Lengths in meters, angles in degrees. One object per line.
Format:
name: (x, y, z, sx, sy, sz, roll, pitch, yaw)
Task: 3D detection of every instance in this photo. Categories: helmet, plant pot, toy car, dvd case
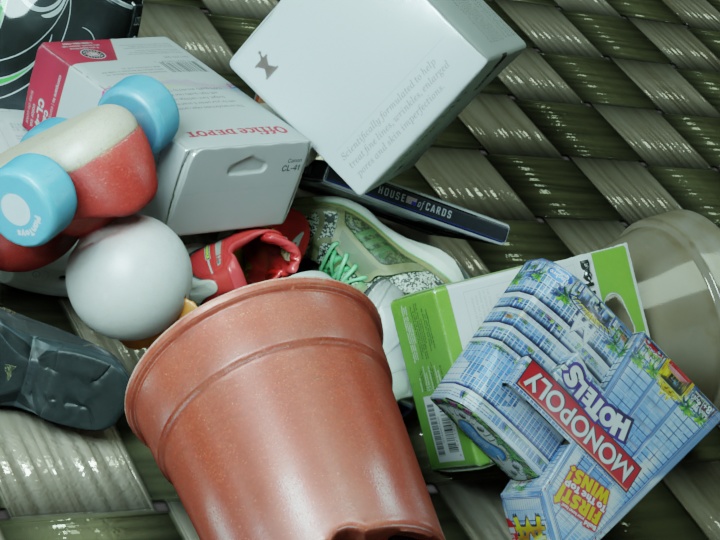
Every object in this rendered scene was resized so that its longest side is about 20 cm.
helmet: (-0.310, -0.217, 1.569, 0.200, 0.191, 0.200, 39, 15, -12)
plant pot: (0.233, 0.061, 1.571, 0.172, 0.201, 0.200, -13, 45, -23)
plant pot: (-0.041, 0.144, 1.221, 0.200, 0.201, 0.196, 2, 45, -34)
toy car: (-0.200, -0.010, 1.317, 0.201, 0.176, 0.184, 60, 34, -13)
dvd case: (0.020, -0.067, 1.646, 0.199, 0.025, 0.150, 19, -3, -27)

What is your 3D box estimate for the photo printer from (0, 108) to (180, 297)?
photo printer: (-0.249, -0.053, 1.475, 0.165, 0.070, 0.200, 1, 39, -36)

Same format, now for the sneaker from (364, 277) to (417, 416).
sneaker: (0.009, 0.082, 1.476, 0.087, 0.075, 0.200, 34, 36, -8)

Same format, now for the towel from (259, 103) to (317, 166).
towel: (-0.123, -0.117, 1.617, 0.198, 0.035, 0.133, -5, 24, 15)

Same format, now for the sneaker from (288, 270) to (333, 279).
sneaker: (-0.062, 0.071, 1.422, 0.105, 0.076, 0.200, 42, 35, 19)

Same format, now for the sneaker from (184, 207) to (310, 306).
sneaker: (-0.082, -0.008, 1.488, 0.084, 0.078, 0.200, -12, 12, 28)

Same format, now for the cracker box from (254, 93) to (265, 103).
cracker box: (-0.064, -0.233, 1.830, 0.057, 0.135, 0.200, 20, 30, -7)

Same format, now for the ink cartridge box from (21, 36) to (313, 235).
ink cartridge box: (-0.164, -0.115, 1.462, 0.147, 0.086, 0.200, -9, 38, -47)

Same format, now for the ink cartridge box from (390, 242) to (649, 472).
ink cartridge box: (0.142, 0.071, 1.456, 0.199, 0.076, 0.149, -13, 88, -30)

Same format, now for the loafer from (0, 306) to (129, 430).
loafer: (-0.267, 0.063, 1.299, 0.199, 0.073, 0.072, 24, 8, -10)

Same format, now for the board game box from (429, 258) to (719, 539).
board game box: (0.161, 0.127, 1.377, 0.200, 0.062, 0.200, 44, 64, -15)

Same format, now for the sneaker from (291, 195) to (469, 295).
sneaker: (0.000, 0.000, 1.587, 0.199, 0.077, 0.089, 23, 42, 3)

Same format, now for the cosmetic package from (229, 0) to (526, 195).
cosmetic package: (0.020, -0.190, 1.534, 0.165, 0.165, 0.200, 45, 19, 3)

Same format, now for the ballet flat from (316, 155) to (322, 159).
ballet flat: (-0.005, -0.139, 1.799, 0.067, 0.063, 0.200, 35, 32, 17)
